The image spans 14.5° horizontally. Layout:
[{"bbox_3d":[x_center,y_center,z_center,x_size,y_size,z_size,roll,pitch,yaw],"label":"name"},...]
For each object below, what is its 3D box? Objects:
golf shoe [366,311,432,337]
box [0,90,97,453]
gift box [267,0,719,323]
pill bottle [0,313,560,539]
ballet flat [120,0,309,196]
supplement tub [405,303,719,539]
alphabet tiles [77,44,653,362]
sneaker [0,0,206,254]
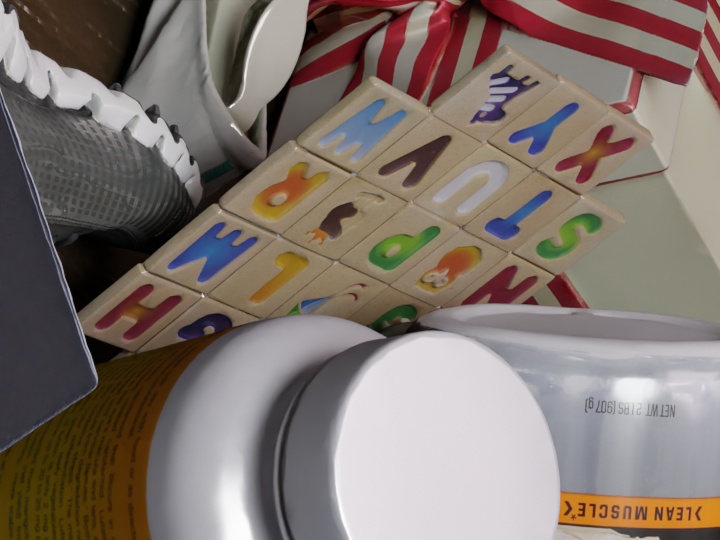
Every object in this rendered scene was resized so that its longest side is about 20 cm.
[{"bbox_3d":[0.057,0.068,0.991,0.088,0.199,0.077,-102,-162,-46],"label":"golf shoe"},{"bbox_3d":[-0.201,0.021,0.621,0.200,0.196,0.125,-35,111,-56],"label":"box"},{"bbox_3d":[0.078,-0.047,1.097,0.187,0.184,0.201,55,31,-34],"label":"gift box"},{"bbox_3d":[-0.036,0.074,0.844,0.111,0.200,0.112,9,74,-36],"label":"pill bottle"},{"bbox_3d":[-0.042,-0.111,1.040,0.069,0.069,0.201,43,46,-43],"label":"ballet flat"},{"bbox_3d":[0.067,0.116,0.902,0.122,0.122,0.201,-6,100,-58],"label":"supplement tub"},{"bbox_3d":[0.000,0.000,0.962,0.166,0.200,0.006,24,33,-54],"label":"alphabet tiles"},{"bbox_3d":[-0.118,-0.030,0.900,0.200,0.066,0.091,40,66,-59],"label":"sneaker"}]
